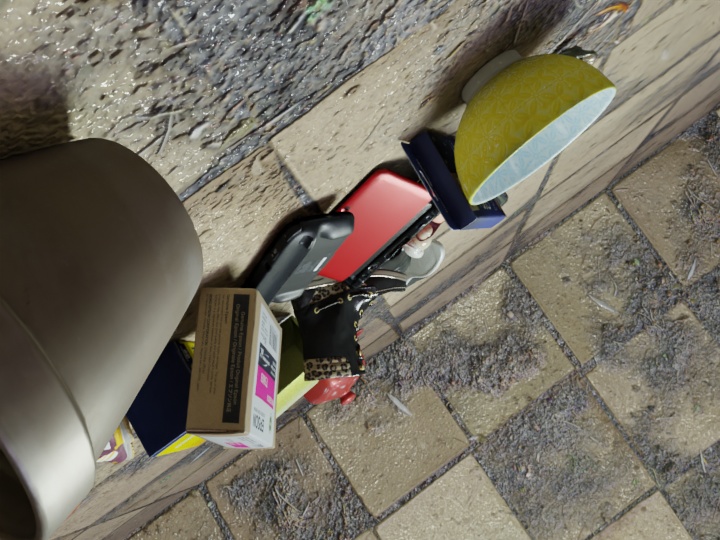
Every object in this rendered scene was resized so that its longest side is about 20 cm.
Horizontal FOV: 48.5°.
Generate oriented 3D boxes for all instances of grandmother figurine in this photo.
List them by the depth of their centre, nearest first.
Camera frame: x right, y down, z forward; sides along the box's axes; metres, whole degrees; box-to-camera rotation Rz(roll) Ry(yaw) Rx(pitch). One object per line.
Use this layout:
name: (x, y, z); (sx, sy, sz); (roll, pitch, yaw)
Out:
grandmother figurine: (0.114, -0.086, 1.185); (0.121, 0.060, 0.201); (-47, 175, -42)

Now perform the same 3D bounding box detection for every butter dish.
butter dish: (-0.065, 0.267, 2.002); (0.197, 0.149, 0.200); (-25, 166, -41)

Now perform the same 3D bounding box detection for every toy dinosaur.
toy dinosaur: (0.222, -0.220, 1.046); (0.199, 0.048, 0.088); (-39, 155, 18)

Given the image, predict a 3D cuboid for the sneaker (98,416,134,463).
sneaker: (-0.367, 0.232, 1.114); (0.088, 0.076, 0.201); (-14, 161, -21)

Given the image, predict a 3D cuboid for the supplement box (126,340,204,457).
supplement box: (-0.244, 0.178, 1.126); (0.108, 0.110, 0.200); (-34, 170, 1)

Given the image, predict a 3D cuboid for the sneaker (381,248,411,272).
sneaker: (0.000, 0.000, 1.276); (0.199, 0.076, 0.091); (-40, 162, -18)

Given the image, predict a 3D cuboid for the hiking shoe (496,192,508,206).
hiking shoe: (0.185, -0.110, 1.329); (0.100, 0.076, 0.200); (-38, 171, 0)

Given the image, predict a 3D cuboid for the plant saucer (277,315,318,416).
plant saucer: (-0.150, 0.182, 1.296); (0.199, 0.048, 0.200); (-40, -157, -6)

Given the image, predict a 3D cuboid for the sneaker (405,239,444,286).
sneaker: (0.124, -0.027, 1.540); (0.098, 0.072, 0.200); (-31, 175, -32)

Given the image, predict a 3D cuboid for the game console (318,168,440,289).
game console: (0.016, -0.080, 1.076); (0.199, 0.118, 0.174); (-41, -161, 32)

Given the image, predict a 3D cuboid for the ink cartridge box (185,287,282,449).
ink cartridge box: (-0.149, 0.128, 0.987); (0.073, 0.169, 0.200); (1, 163, 3)

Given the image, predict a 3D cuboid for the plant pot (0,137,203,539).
plant pot: (-0.187, 0.017, 0.451); (0.174, 0.200, 0.200); (-48, -179, -39)

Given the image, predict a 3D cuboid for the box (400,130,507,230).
box: (0.120, -0.109, 0.988); (0.032, 0.123, 0.199); (-33, 172, 22)

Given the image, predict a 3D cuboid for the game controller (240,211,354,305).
game controller: (-0.081, -0.011, 0.989); (0.103, 0.043, 0.200); (-22, 164, -38)

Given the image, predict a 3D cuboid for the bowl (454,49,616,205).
bowl: (0.173, -0.178, 0.895); (0.198, 0.109, 0.200); (-35, 170, -7)

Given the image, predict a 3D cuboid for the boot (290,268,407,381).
boot: (-0.012, 0.077, 1.176); (0.196, 0.155, 0.073); (-3, 173, -33)
